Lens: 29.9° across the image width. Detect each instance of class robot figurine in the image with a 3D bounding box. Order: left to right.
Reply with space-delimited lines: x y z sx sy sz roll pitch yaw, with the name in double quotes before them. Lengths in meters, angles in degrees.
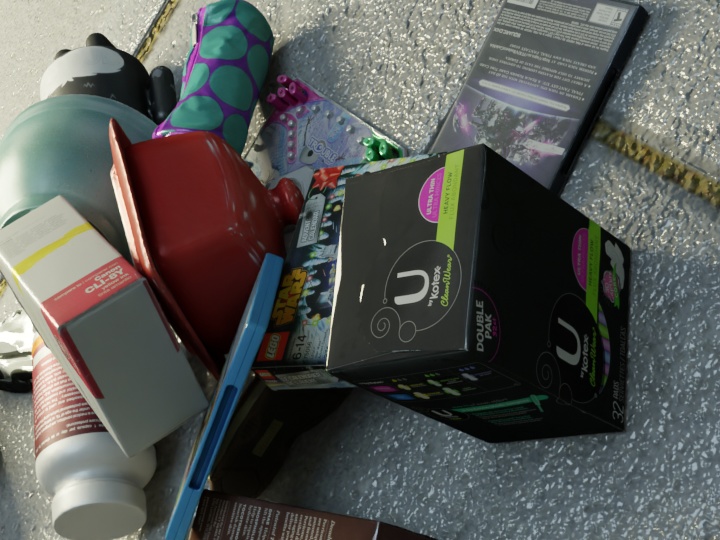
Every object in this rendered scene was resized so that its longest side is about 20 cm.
"robot figurine" -0.276 -0.155 1.434 0.151 0.124 0.201 -54 39 43

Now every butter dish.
"butter dish" -0.117 -0.034 1.172 0.147 0.200 0.200 -24 51 1

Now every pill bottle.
"pill bottle" -0.252 0.146 1.272 0.113 0.113 0.201 -31 51 28

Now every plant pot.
"plant pot" -0.274 -0.048 1.295 0.200 0.200 0.135 -32 26 28

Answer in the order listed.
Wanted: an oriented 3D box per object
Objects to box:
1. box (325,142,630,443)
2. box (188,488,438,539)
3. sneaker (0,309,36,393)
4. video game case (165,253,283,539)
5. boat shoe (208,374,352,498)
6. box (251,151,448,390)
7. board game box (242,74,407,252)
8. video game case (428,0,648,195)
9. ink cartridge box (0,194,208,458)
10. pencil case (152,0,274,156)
"box" 0.089 0.025 0.951 0.124 0.199 0.150 -12 62 39
"box" -0.035 0.224 1.043 0.199 0.100 0.076 3 72 43
"sneaker" -0.361 0.067 1.454 0.199 0.076 0.116 2 63 35
"video game case" -0.108 0.100 1.080 0.143 0.018 0.201 -85 16 -68
"boat shoe" -0.071 0.105 1.162 0.200 0.071 0.076 -49 30 12
"box" 0.000 0.000 1.094 0.136 0.040 0.201 -6 54 33
"board game box" -0.070 -0.068 1.268 0.200 0.026 0.201 39 99 46
"video game case" 0.137 -0.139 1.116 0.142 0.019 0.201 26 90 47
"ink cartridge box" -0.227 0.042 1.144 0.083 0.146 0.200 -33 36 -16
"pencil case" -0.145 -0.171 1.310 0.085 0.092 0.201 -37 33 43
